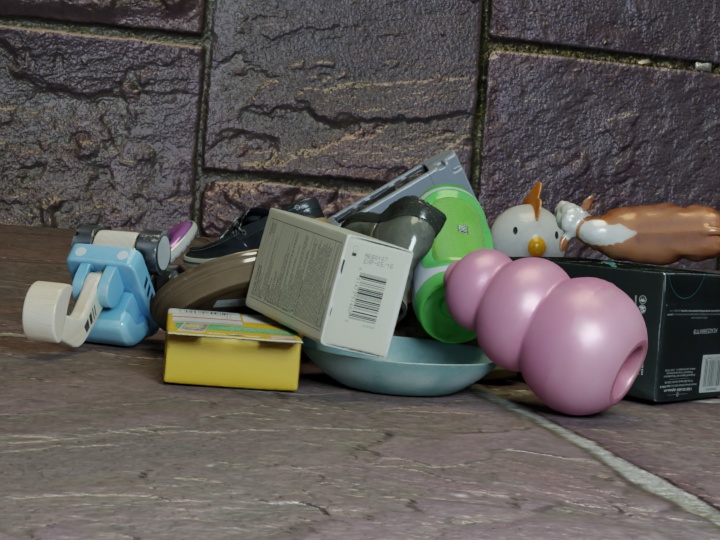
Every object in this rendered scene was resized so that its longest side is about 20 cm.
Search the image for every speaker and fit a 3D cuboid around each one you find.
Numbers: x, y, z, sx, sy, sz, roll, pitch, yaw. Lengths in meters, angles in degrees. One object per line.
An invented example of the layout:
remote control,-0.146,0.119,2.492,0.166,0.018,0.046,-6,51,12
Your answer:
speaker,0.093,-0.010,1.644,0.087,0.089,0.201,4,31,-3

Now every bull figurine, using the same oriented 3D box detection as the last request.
bull figurine,0.303,-0.040,1.676,0.198,0.066,0.121,7,2,32

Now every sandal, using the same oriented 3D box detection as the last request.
sandal,-0.265,-0.013,1.874,0.082,0.050,0.203,-14,23,45

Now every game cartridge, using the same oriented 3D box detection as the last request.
game cartridge,0.049,-0.038,1.877,0.198,0.134,0.042,-30,34,-5

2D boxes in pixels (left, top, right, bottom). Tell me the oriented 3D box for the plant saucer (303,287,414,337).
plant saucer,0.032,0.041,1.749,0.198,0.037,0.201,-10,-13,-2

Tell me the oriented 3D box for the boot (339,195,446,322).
boot,0.005,0.007,1.601,0.067,0.132,0.200,32,-24,-15

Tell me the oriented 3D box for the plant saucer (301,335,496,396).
plant saucer,0.037,0.093,1.527,0.198,0.039,0.201,4,4,0

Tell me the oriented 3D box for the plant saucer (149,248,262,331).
plant saucer,-0.121,0.032,1.661,0.197,0.030,0.201,-12,-23,-5

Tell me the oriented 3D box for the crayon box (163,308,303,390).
crayon box,-0.123,0.075,1.500,0.124,0.052,0.200,5,4,-7

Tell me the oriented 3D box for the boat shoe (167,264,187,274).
boat shoe,-0.176,0.035,1.850,0.198,0.069,0.074,8,6,38

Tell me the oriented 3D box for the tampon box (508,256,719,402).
tampon box,0.262,0.056,1.647,0.198,0.128,0.149,7,4,42

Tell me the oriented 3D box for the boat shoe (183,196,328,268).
boat shoe,-0.120,-0.040,1.830,0.198,0.063,0.074,-13,-2,31

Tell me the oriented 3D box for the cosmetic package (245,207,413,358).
cosmetic package,-0.033,0.009,1.499,0.072,0.105,0.200,14,4,-24

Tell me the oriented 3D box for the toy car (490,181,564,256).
toy car,0.200,-0.005,1.895,0.182,0.203,0.177,4,4,-7

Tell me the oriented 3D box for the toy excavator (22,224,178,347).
toy excavator,-0.269,0.034,1.633,0.098,0.202,0.196,5,-40,14

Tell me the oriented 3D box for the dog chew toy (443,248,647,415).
dog chew toy,0.162,0.047,1.461,0.199,0.126,0.124,29,15,25

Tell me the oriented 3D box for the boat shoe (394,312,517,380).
boat shoe,0.086,0.070,1.676,0.198,0.067,0.074,7,5,42
